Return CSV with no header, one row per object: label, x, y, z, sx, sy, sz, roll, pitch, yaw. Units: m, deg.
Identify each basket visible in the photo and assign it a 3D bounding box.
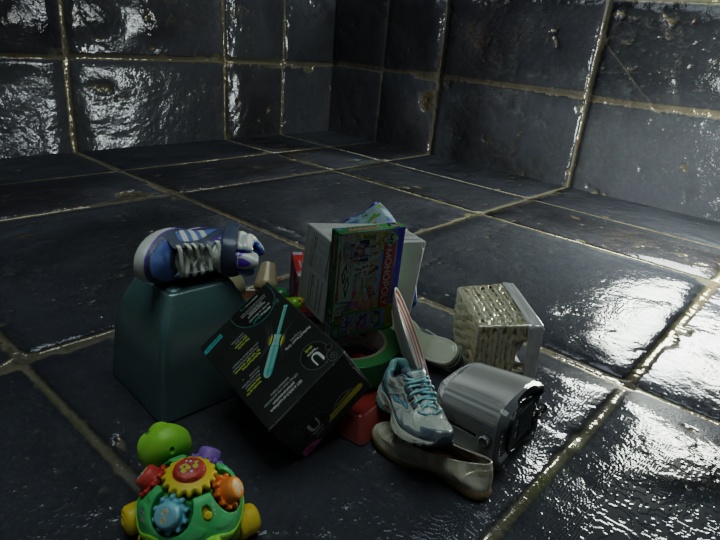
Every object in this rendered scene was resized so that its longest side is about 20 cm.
basket,0.260,0.120,1.135,0.123,0.136,0.200,1,22,-4

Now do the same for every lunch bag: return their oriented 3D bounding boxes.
lunch bag,0.054,-0.026,1.280,0.127,0.200,0.170,-31,25,7

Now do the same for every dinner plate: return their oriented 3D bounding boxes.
dinner plate,0.086,0.127,1.012,0.024,0.201,0.200,-18,21,7

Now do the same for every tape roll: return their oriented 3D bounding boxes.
tape roll,-0.028,0.142,1.037,0.199,0.048,0.201,5,22,-2

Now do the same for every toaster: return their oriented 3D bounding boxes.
toaster,0.203,0.217,0.912,0.129,0.114,0.200,17,21,33

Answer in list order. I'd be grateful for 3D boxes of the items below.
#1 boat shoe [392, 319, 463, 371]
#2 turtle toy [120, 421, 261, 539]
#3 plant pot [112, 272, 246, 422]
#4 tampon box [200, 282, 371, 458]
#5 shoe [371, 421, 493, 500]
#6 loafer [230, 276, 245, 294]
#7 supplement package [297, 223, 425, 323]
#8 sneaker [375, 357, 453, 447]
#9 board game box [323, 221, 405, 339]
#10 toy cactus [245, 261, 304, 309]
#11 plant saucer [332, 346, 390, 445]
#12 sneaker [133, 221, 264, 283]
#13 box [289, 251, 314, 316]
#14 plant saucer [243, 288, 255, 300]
boat shoe,0.122,0.151,1.154,0.200,0.073,0.062,19,-18,45
turtle toy,-0.218,0.267,0.712,0.145,0.102,0.200,-12,28,-36
plant pot,-0.297,0.097,0.981,0.195,0.201,0.196,-17,30,-41
tampon box,-0.114,0.149,0.881,0.150,0.126,0.200,-45,52,-12
shoe,0.105,0.264,0.852,0.199,0.054,0.070,19,26,30
loafer,-0.264,0.027,1.138,0.068,0.076,0.200,-32,5,-16
supplement package,0.000,0.000,1.094,0.199,0.157,0.111,-3,25,-32
sneaker,0.077,0.191,0.859,0.077,0.087,0.200,6,11,-23
board game box,0.006,0.018,1.018,0.134,0.201,0.029,-8,27,-29
toy cactus,-0.176,0.064,1.105,0.102,0.166,0.200,22,-33,-32
plant saucer,-0.016,0.201,1.006,0.199,0.037,0.200,20,26,32
sneaker,-0.239,-0.024,0.915,0.146,0.081,0.200,8,16,18
box,-0.105,0.028,1.304,0.099,0.096,0.200,2,16,-12
plant saucer,-0.237,0.085,1.245,0.199,0.035,0.200,4,21,-2
